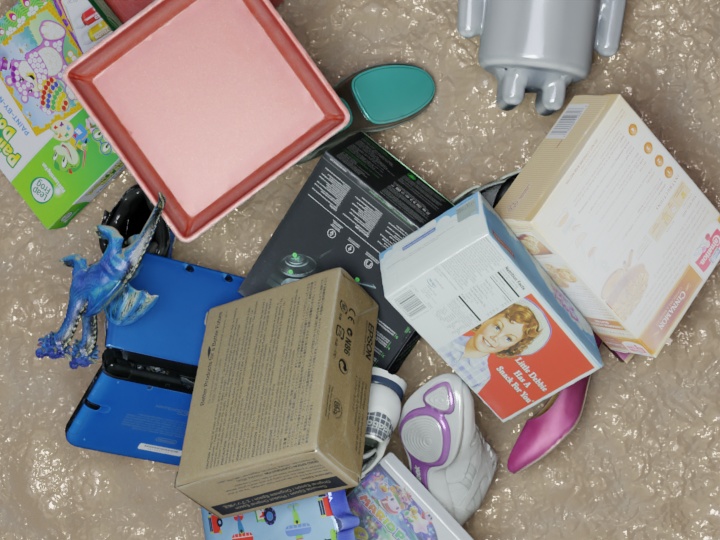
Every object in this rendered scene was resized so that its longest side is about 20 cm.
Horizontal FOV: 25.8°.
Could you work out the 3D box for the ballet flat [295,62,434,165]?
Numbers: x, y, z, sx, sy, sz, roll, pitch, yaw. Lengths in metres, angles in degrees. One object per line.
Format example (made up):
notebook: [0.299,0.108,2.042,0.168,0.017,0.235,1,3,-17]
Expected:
ballet flat: [-0.016,-0.159,1.587,0.199,0.064,0.068,-24,90,-30]

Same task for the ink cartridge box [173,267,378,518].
ink cartridge box: [-0.075,0.114,1.457,0.164,0.075,0.201,-18,48,31]

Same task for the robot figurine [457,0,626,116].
robot figurine: [0.177,-0.257,1.548,0.168,0.113,0.202,8,89,-6]

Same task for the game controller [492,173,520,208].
game controller: [0.155,0.001,1.531,0.103,0.042,0.202,-2,112,-32]

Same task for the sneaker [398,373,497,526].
sneaker: [0.089,0.172,1.527,0.075,0.099,0.201,34,137,34]

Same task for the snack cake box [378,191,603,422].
snack cake box: [0.121,0.037,1.444,0.114,0.067,0.200,-32,123,17]

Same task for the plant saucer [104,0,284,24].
plant saucer: [-0.211,-0.310,1.654,0.199,0.037,0.201,-36,82,6]

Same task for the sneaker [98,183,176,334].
sneaker: [-0.232,0.008,1.607,0.076,0.111,0.202,13,90,9]

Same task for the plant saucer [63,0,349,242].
plant saucer: [-0.144,-0.163,1.487,0.199,0.037,0.200,-36,91,-1]

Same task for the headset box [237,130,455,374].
headset box: [0.000,0.000,1.549,0.174,0.093,0.201,38,118,9]

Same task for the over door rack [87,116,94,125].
over door rack: [-0.151,-0.161,1.566,0.200,0.066,0.148,-43,105,-18]

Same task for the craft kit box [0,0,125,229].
craft kit box: [-0.314,-0.182,1.642,0.197,0.048,0.200,-42,83,20]

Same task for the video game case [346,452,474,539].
video game case: [0.024,0.287,1.550,0.143,0.018,0.200,46,128,9]

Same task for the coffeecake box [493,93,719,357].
coffeecake box: [0.240,-0.041,1.481,0.200,0.073,0.154,44,73,-25]

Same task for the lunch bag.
lunch bag: [-0.067,0.245,1.511,0.093,0.199,0.152,-6,83,-35]

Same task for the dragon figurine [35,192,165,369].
dragon figurine: [-0.228,0.015,1.464,0.199,0.059,0.100,-34,56,27]

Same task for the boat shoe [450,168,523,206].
boat shoe: [0.113,-0.050,1.576,0.199,0.064,0.071,-32,83,7]

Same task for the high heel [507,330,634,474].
high heel: [0.190,0.102,1.552,0.096,0.067,0.200,41,90,-2]

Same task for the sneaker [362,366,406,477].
sneaker: [-0.019,0.176,1.537,0.076,0.201,0.081,16,49,-12]

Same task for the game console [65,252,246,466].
game console: [-0.184,0.096,1.583,0.199,0.119,0.171,15,125,-30]
